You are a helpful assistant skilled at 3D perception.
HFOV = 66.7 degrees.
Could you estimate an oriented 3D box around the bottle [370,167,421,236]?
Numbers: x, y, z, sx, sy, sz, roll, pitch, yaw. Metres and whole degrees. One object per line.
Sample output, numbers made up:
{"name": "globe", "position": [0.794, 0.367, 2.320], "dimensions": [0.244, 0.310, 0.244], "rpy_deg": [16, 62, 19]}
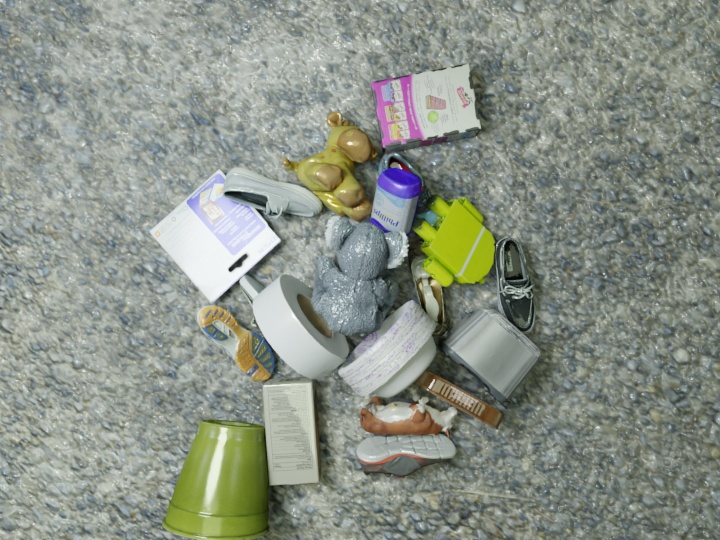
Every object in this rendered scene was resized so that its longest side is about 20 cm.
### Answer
{"name": "bottle", "position": [0.061, -0.096, 1.062], "dimensions": [0.083, 0.065, 0.200], "rpy_deg": [33, 133, 26]}

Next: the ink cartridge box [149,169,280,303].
{"name": "ink cartridge box", "position": [-0.296, -0.069, 1.130], "dimensions": [0.198, 0.043, 0.200], "rpy_deg": [-41, 87, 1]}

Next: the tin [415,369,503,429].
{"name": "tin", "position": [0.189, 0.247, 1.079], "dimensions": [0.200, 0.112, 0.042], "rpy_deg": [29, 81, 1]}

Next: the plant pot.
{"name": "plant pot", "position": [-0.263, 0.395, 1.064], "dimensions": [0.200, 0.200, 0.193], "rpy_deg": [6, 78, 2]}

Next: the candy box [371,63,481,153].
{"name": "candy box", "position": [0.131, -0.326, 1.109], "dimensions": [0.200, 0.061, 0.137], "rpy_deg": [-10, 89, 3]}

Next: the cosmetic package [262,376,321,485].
{"name": "cosmetic package", "position": [-0.137, 0.322, 1.108], "dimensions": [0.105, 0.071, 0.200], "rpy_deg": [-3, 89, 1]}

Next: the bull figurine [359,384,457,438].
{"name": "bull figurine", "position": [0.093, 0.285, 1.088], "dimensions": [0.200, 0.065, 0.122], "rpy_deg": [-7, 123, 8]}

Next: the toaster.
{"name": "toaster", "position": [0.261, 0.164, 1.076], "dimensions": [0.200, 0.114, 0.129], "rpy_deg": [42, 89, 2]}

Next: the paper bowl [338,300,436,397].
{"name": "paper bowl", "position": [0.062, 0.159, 1.032], "dimensions": [0.201, 0.201, 0.104], "rpy_deg": [-43, 92, 1]}

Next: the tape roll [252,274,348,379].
{"name": "tape roll", "position": [-0.111, 0.106, 1.041], "dimensions": [0.071, 0.202, 0.203], "rpy_deg": [-38, 88, 10]}

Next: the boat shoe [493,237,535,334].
{"name": "boat shoe", "position": [0.314, 0.032, 1.096], "dimensions": [0.073, 0.068, 0.200], "rpy_deg": [-6, 89, 2]}

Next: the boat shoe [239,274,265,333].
{"name": "boat shoe", "position": [-0.189, 0.100, 1.111], "dimensions": [0.064, 0.071, 0.200], "rpy_deg": [-39, 88, 7]}

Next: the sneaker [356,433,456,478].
{"name": "sneaker", "position": [0.094, 0.379, 1.113], "dimensions": [0.200, 0.077, 0.082], "rpy_deg": [-3, 116, 3]}

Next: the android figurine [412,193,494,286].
{"name": "android figurine", "position": [0.192, -0.054, 1.078], "dimensions": [0.200, 0.041, 0.182], "rpy_deg": [39, 67, -24]}

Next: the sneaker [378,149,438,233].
{"name": "sneaker", "position": [0.099, -0.150, 1.091], "dimensions": [0.079, 0.096, 0.200], "rpy_deg": [-36, 88, 1]}

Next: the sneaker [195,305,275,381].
{"name": "sneaker", "position": [-0.254, 0.143, 1.119], "dimensions": [0.075, 0.088, 0.200], "rpy_deg": [-46, 111, -22]}

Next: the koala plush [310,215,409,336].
{"name": "koala plush", "position": [0.000, 0.000, 1.019], "dimensions": [0.177, 0.184, 0.200], "rpy_deg": [18, 119, 0]}

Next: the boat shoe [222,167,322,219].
{"name": "boat shoe", "position": [-0.178, -0.139, 1.095], "dimensions": [0.201, 0.070, 0.072], "rpy_deg": [18, 59, -8]}

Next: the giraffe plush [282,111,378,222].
{"name": "giraffe plush", "position": [-0.036, -0.216, 1.086], "dimensions": [0.200, 0.173, 0.162], "rpy_deg": [30, 79, 36]}

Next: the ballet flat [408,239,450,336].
{"name": "ballet flat", "position": [0.139, 0.035, 1.097], "dimensions": [0.068, 0.075, 0.200], "rpy_deg": [-12, 89, 12]}
